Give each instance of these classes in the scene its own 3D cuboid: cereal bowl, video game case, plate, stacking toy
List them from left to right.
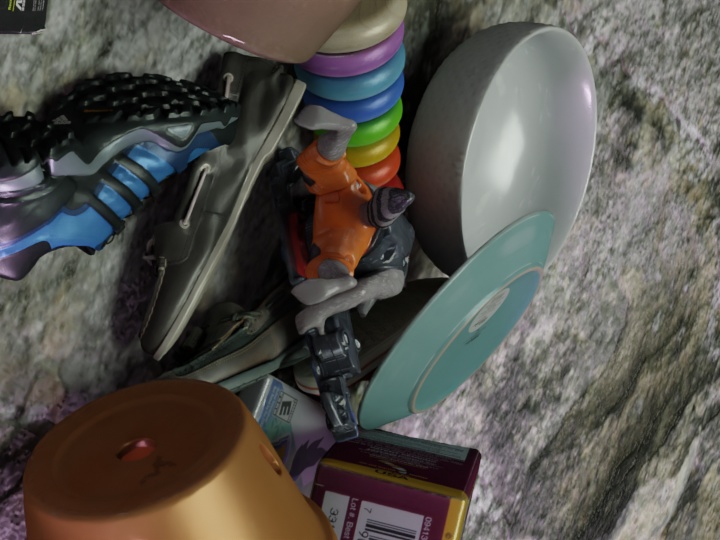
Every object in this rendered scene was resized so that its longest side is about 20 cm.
[{"bbox_3d":[-0.064,0.188,1.542,0.182,0.022,0.201,35,73,-57],"label":"video game case"},{"bbox_3d":[-0.004,-0.106,1.469,0.085,0.085,0.201,-49,147,-35],"label":"stacking toy"},{"bbox_3d":[0.074,0.042,1.526,0.200,0.026,0.200,-43,164,-15],"label":"plate"},{"bbox_3d":[0.092,-0.087,1.613,0.200,0.083,0.202,-30,127,-50],"label":"cereal bowl"}]

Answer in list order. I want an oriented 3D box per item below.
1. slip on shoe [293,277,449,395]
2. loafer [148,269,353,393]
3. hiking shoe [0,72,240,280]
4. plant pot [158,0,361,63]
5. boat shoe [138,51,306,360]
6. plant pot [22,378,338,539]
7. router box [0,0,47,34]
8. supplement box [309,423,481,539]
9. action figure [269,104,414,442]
[{"bbox_3d":[0.020,0.057,1.570,0.200,0.074,0.062,-27,114,-57],"label":"slip on shoe"},{"bbox_3d":[-0.081,0.044,1.428,0.200,0.072,0.063,-24,89,-56],"label":"loafer"},{"bbox_3d":[-0.152,-0.057,1.262,0.199,0.074,0.087,-21,128,-42],"label":"hiking shoe"},{"bbox_3d":[-0.045,-0.223,1.269,0.200,0.200,0.175,2,120,-58],"label":"plant pot"},{"bbox_3d":[-0.101,-0.043,1.365,0.201,0.057,0.067,-64,-177,-11],"label":"boat shoe"},{"bbox_3d":[-0.114,0.158,1.294,0.200,0.199,0.141,-43,129,-41],"label":"plant pot"},{"bbox_3d":[-0.215,-0.218,1.085,0.149,0.062,0.202,-8,110,-57],"label":"router box"},{"bbox_3d":[0.016,0.186,1.479,0.200,0.102,0.132,-25,127,-83],"label":"supplement box"},{"bbox_3d":[0.000,0.000,1.396,0.193,0.104,0.202,45,31,-78],"label":"action figure"}]
